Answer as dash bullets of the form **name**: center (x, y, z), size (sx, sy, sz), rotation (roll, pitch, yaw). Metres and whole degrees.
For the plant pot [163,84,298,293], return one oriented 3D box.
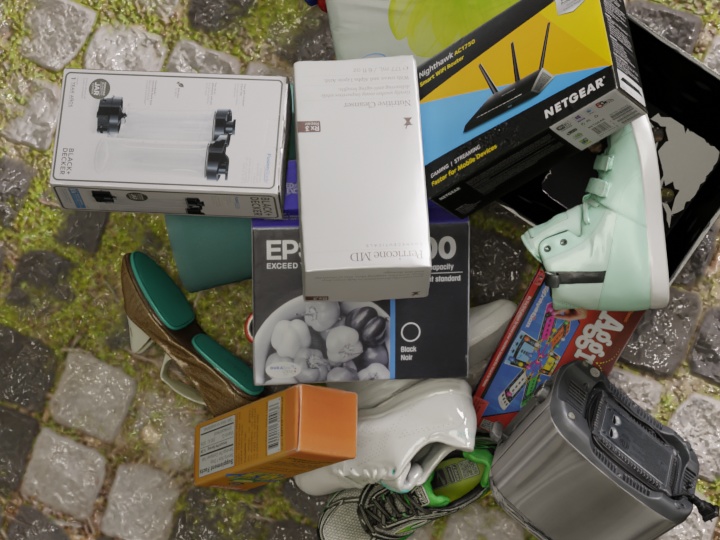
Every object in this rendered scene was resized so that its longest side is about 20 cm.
- **plant pot**: center (-0.095, -0.088, 1.727), size (0.161, 0.201, 0.201), rotation (-8, 86, 4)

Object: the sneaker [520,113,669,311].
- **sneaker**: center (0.191, -0.063, 1.548), size (0.118, 0.074, 0.201), rotation (-6, 88, 4)

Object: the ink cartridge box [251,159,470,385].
- **ink cartridge box**: center (0.000, 0.000, 1.642), size (0.198, 0.043, 0.200), rotation (-2, 99, -7)

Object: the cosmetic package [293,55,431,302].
- **cosmetic package**: center (-0.001, -0.077, 1.586), size (0.113, 0.081, 0.200), rotation (-4, 68, -4)

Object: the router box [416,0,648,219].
- **router box**: center (0.139, -0.153, 1.564), size (0.200, 0.051, 0.149), rotation (-30, 48, 31)

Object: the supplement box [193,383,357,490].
- **supplement box**: center (-0.082, 0.158, 1.708), size (0.066, 0.200, 0.069), rotation (10, 72, -31)

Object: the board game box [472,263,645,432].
- **board game box**: center (0.176, 0.083, 1.690), size (0.103, 0.019, 0.200), rotation (22, 125, -2)

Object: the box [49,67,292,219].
- **box**: center (-0.162, -0.110, 1.604), size (0.200, 0.060, 0.117), rotation (1, 68, 3)

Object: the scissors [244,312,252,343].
- **scissors**: center (-0.023, 0.021, 1.795), size (0.200, 0.014, 0.073), rotation (-37, 79, 8)

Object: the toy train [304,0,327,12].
- **toy train**: center (0.014, -0.336, 1.748), size (0.200, 0.116, 0.085), rotation (-28, 68, 8)

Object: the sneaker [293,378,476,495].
- **sneaker**: center (0.020, 0.174, 1.699), size (0.200, 0.075, 0.089), rotation (-31, 50, 26)

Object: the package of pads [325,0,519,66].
- **package of pads**: center (0.071, -0.221, 1.702), size (0.200, 0.068, 0.155), rotation (1, 121, 19)

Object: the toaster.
- **toaster**: center (0.213, 0.186, 1.670), size (0.200, 0.114, 0.129), rotation (38, 127, -11)

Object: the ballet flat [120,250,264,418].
- **ballet flat**: center (-0.180, 0.074, 1.804), size (0.200, 0.068, 0.072), rotation (46, 115, 6)

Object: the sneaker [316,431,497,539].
- **sneaker**: center (0.045, 0.209, 1.737), size (0.200, 0.085, 0.078), rotation (-29, 82, 8)

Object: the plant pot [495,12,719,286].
- **plant pot**: center (0.244, -0.099, 1.670), size (0.200, 0.177, 0.200), rotation (35, 94, 11)

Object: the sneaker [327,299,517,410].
- **sneaker**: center (0.053, 0.065, 1.747), size (0.200, 0.075, 0.089), rotation (-29, 71, 9)
